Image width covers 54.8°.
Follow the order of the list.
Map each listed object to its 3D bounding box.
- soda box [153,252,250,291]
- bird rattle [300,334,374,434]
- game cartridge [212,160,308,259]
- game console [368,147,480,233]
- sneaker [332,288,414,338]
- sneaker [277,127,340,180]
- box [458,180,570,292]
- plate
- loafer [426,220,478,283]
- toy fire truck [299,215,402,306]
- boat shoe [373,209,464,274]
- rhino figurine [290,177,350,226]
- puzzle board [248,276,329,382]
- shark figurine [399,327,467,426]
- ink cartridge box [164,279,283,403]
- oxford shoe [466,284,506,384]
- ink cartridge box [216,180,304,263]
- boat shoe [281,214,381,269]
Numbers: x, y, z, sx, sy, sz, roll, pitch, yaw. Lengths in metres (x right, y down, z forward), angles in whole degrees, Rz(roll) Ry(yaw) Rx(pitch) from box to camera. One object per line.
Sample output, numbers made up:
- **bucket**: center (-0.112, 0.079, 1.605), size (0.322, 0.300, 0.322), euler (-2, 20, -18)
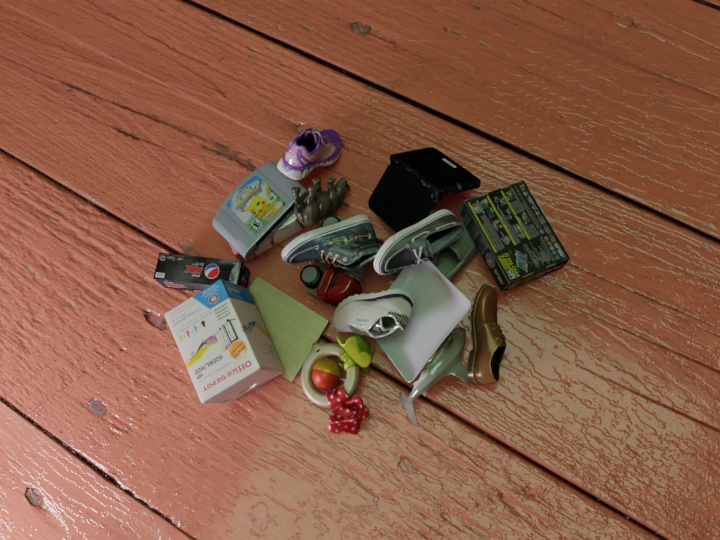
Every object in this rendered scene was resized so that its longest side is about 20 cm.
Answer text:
- **soda box**: center (-0.349, 0.010, 1.534), size (0.196, 0.071, 0.065), euler (7, 72, 11)
- **bird rattle**: center (-0.046, 0.226, 1.425), size (0.160, 0.112, 0.204), euler (11, 87, 24)
- **game cartridge**: center (-0.223, -0.139, 1.511), size (0.133, 0.041, 0.200), euler (40, 83, 23)
- **game console**: center (0.134, -0.168, 1.500), size (0.173, 0.118, 0.200), euler (-14, 37, -24)
- **sneaker**: center (0.016, 0.097, 1.393), size (0.198, 0.076, 0.082), euler (-19, 43, 38)
- **sneaker**: center (-0.101, -0.278, 1.540), size (0.080, 0.089, 0.200), euler (33, 42, 14)
- **box**: center (0.318, -0.075, 1.445), size (0.158, 0.044, 0.203), euler (-20, 70, -18)
- **plate**: center (0.115, 0.092, 1.389), size (0.201, 0.032, 0.200), euler (-52, 43, 11)
- **loafer**: center (0.200, -0.038, 1.464), size (0.069, 0.070, 0.202), euler (31, 80, 15)
- **toy fire truck**: center (0.000, 0.000, 1.470), size (0.197, 0.129, 0.179), euler (17, 76, 24)
- **boat shoe**: center (0.119, -0.047, 1.386), size (0.198, 0.073, 0.068), euler (-30, 42, -12)
- **rhino figurine**: center (-0.077, -0.155, 1.504), size (0.059, 0.199, 0.089), euler (9, 113, 29)
- **puzzle board**: center (-0.185, 0.125, 1.502), size (0.198, 0.017, 0.152), euler (30, 80, 17)
- **shark figurine**: center (0.162, 0.208, 1.368), size (0.089, 0.128, 0.216), euler (37, 82, 5)
- **ink cartridge box**: center (-0.276, 0.150, 1.424), size (0.146, 0.145, 0.203), euler (-30, 75, 7)
- **oxford shoe**: center (0.263, 0.128, 1.390), size (0.071, 0.071, 0.205), euler (-6, 75, 46)
- **ink cartridge box**: center (-0.208, -0.120, 1.556), size (0.197, 0.068, 0.118), euler (-28, 70, 0)
- **boat shoe**: center (-0.058, -0.037, 1.396), size (0.197, 0.071, 0.092), euler (-22, 68, -2)
